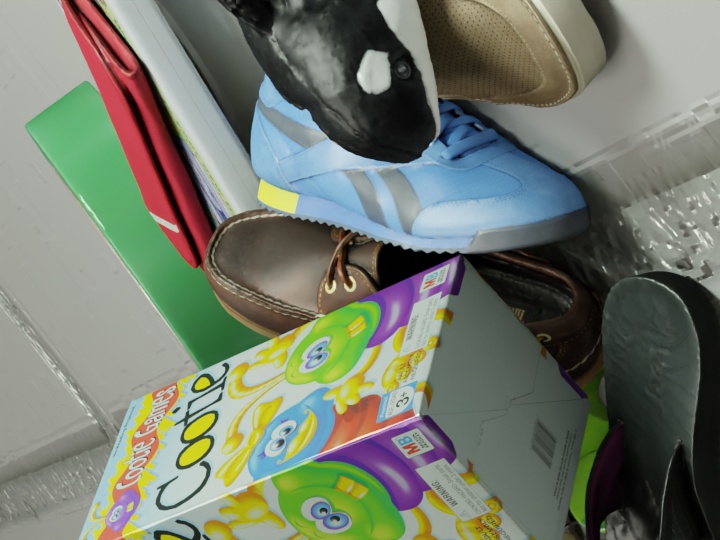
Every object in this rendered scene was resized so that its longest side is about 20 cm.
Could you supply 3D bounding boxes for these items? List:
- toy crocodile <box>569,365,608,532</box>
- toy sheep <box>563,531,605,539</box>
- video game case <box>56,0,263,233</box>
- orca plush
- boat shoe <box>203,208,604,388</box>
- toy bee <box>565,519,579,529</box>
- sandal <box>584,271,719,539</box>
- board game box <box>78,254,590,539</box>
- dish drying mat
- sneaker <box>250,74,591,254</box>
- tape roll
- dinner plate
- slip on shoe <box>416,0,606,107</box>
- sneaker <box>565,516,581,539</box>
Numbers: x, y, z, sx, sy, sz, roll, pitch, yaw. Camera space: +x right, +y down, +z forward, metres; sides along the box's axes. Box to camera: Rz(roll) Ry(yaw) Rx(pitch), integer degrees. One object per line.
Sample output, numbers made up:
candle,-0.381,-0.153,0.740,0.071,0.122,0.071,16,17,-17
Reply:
toy crocodile,0.159,0.111,1.249,0.200,0.062,0.067,35,-163,36
toy sheep,0.126,0.207,1.405,0.138,0.138,0.200,65,179,-37
video game case,-0.098,-0.084,1.404,0.200,0.022,0.182,59,171,-18
orca plush,-0.033,-0.133,1.114,0.105,0.071,0.201,-26,71,45
boat shoe,0.018,0.004,1.275,0.199,0.071,0.070,10,161,17
toy bee,0.058,0.106,1.347,0.200,0.131,0.109,55,138,16
sandal,0.123,0.101,1.189,0.075,0.048,0.201,7,107,50
board game box,-0.013,0.093,1.232,0.200,0.105,0.103,-25,121,32
dish drying mat,-0.112,-0.067,1.407,0.077,0.018,0.200,52,170,30
sneaker,0.021,-0.056,1.239,0.200,0.066,0.079,16,112,46
tape roll,-0.121,-0.017,1.613,0.201,0.048,0.200,53,176,6
dinner plate,-0.096,-0.115,1.448,0.200,0.024,0.200,50,166,17
slip on shoe,0.029,-0.096,1.144,0.200,0.061,0.076,20,145,58
sneaker,0.074,0.189,1.521,0.070,0.108,0.200,24,148,54
